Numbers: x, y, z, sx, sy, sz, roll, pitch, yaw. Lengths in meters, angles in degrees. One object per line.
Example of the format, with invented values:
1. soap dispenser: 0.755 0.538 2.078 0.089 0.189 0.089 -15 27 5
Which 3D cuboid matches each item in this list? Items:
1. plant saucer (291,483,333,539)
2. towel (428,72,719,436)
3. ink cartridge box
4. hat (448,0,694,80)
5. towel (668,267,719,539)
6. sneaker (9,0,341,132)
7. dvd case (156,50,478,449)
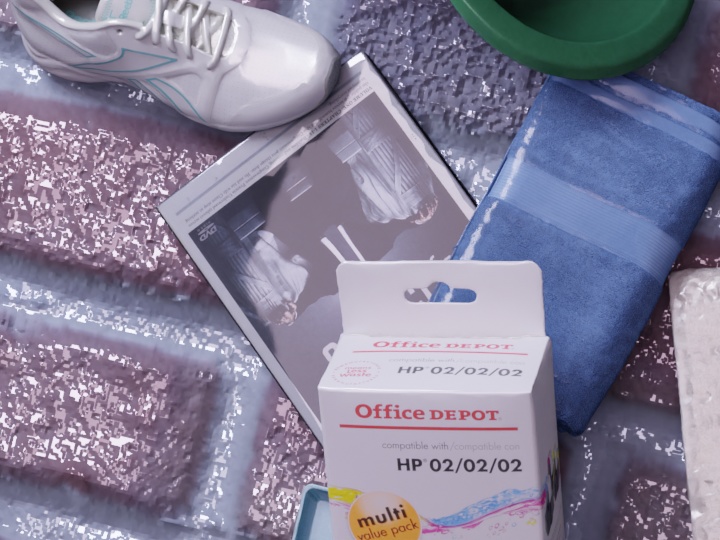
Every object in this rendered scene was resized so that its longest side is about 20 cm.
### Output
1. plant saucer: 0.057 0.173 1.594 0.199 0.019 0.070 13 85 12
2. towel: 0.116 -0.016 1.576 0.111 0.049 0.200 27 76 6
3. ink cartridge box: 0.043 0.098 1.515 0.115 0.068 0.200 0 115 13
4. hat: 0.069 -0.172 1.637 0.166 0.176 0.200 -40 91 -27
5. towel: 0.239 0.093 1.560 0.132 0.034 0.201 -5 80 10
6. sneaker: -0.110 -0.131 1.630 0.200 0.080 0.071 13 72 15
7. dvd case: 0.000 0.000 1.626 0.150 0.025 0.200 -37 76 5
